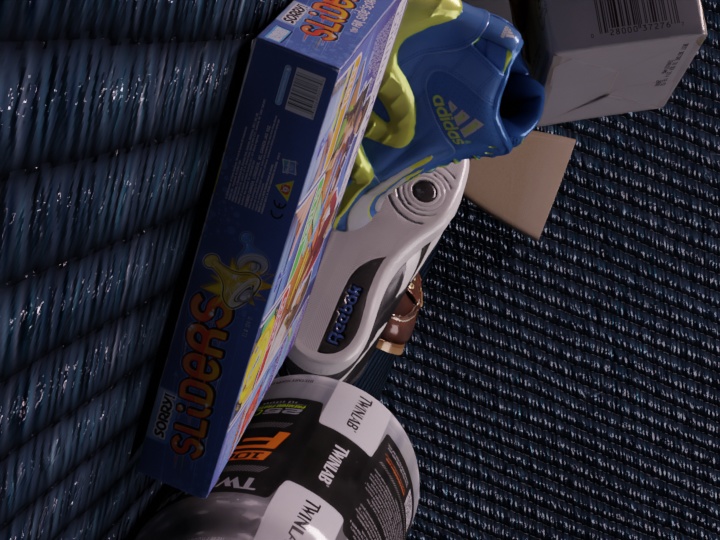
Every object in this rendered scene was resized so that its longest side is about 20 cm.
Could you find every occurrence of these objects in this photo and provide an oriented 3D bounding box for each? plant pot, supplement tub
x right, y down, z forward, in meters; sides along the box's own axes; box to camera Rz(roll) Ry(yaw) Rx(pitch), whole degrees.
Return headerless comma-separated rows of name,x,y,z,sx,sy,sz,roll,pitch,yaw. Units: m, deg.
plant pot,0.293,-0.182,2.725,0.200,0.176,0.201,-19,130,-84
supplement tub,-0.044,0.141,0.704,0.200,0.122,0.123,-58,169,-69

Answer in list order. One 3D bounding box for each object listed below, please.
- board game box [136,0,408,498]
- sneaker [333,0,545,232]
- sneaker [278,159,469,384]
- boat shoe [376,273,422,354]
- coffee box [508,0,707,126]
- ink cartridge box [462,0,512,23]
board game box,-0.034,-0.022,0.597,0.136,0.034,0.201,-61,172,-61
sneaker,0.033,-0.069,0.732,0.200,0.104,0.076,102,12,-61
sneaker,0.000,0.000,0.943,0.201,0.073,0.112,-57,174,-28
boat shoe,0.016,0.019,1.172,0.071,0.070,0.200,-62,-176,7
coffee box,0.115,-0.192,0.744,0.113,0.079,0.202,85,-3,-77
ink cartridge box,0.120,-0.244,1.072,0.146,0.082,0.201,-55,166,-70
